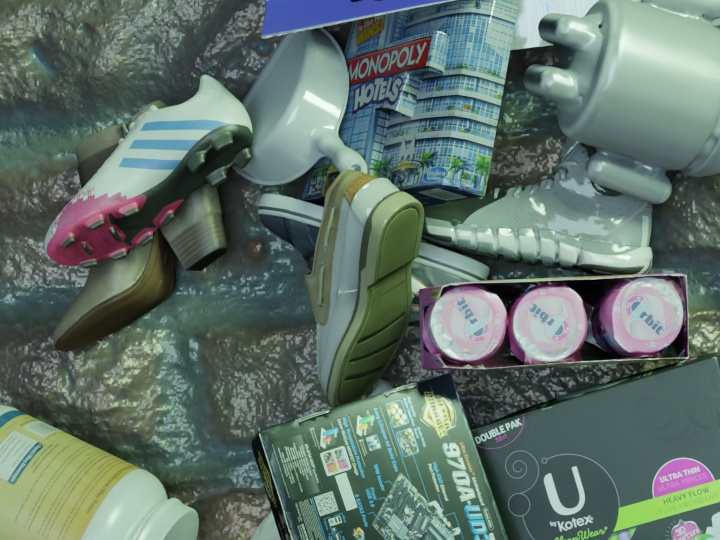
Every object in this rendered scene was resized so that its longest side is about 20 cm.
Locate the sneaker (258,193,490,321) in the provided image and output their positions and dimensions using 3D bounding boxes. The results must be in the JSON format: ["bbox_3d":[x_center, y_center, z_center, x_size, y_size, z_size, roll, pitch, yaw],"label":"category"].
[{"bbox_3d":[0.000,0.000,1.468,0.198,0.078,0.080,20,88,12],"label":"sneaker"}]

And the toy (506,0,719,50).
[{"bbox_3d":[0.185,-0.238,1.442,0.198,0.047,0.117,-6,85,10],"label":"toy"}]

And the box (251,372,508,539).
[{"bbox_3d":[0.023,0.193,1.335,0.157,0.046,0.202,-16,78,-16],"label":"box"}]

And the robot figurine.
[{"bbox_3d":[0.227,-0.140,1.379,0.198,0.113,0.171,16,100,-12],"label":"robot figurine"}]

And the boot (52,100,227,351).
[{"bbox_3d":[-0.205,-0.042,1.532,0.199,0.070,0.147,-31,76,10],"label":"boot"}]

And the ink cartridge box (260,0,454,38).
[{"bbox_3d":[0.017,-0.273,1.423,0.196,0.044,0.201,-10,43,13],"label":"ink cartridge box"}]

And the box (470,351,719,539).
[{"bbox_3d":[0.205,0.161,1.392,0.198,0.124,0.150,-18,85,14],"label":"box"}]

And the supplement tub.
[{"bbox_3d":[-0.248,0.213,1.493,0.198,0.145,0.146,23,95,13],"label":"supplement tub"}]

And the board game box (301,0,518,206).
[{"bbox_3d":[0.040,-0.153,1.424,0.061,0.199,0.202,14,80,-27],"label":"board game box"}]

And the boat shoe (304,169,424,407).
[{"bbox_3d":[-0.004,0.013,1.394,0.068,0.074,0.202,37,129,30],"label":"boat shoe"}]

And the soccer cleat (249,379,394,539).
[{"bbox_3d":[-0.025,0.175,1.485,0.200,0.069,0.078,-45,46,18],"label":"soccer cleat"}]

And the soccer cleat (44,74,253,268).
[{"bbox_3d":[-0.176,-0.080,1.466,0.199,0.070,0.087,-33,57,8],"label":"soccer cleat"}]

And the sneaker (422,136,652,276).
[{"bbox_3d":[0.140,-0.064,1.444,0.198,0.075,0.117,10,87,4],"label":"sneaker"}]

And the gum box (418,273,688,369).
[{"bbox_3d":[0.139,0.041,1.383,0.198,0.113,0.067,-2,87,-7],"label":"gum box"}]

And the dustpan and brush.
[{"bbox_3d":[-0.042,-0.114,1.448,0.057,0.200,0.140,29,99,-23],"label":"dustpan and brush"}]
